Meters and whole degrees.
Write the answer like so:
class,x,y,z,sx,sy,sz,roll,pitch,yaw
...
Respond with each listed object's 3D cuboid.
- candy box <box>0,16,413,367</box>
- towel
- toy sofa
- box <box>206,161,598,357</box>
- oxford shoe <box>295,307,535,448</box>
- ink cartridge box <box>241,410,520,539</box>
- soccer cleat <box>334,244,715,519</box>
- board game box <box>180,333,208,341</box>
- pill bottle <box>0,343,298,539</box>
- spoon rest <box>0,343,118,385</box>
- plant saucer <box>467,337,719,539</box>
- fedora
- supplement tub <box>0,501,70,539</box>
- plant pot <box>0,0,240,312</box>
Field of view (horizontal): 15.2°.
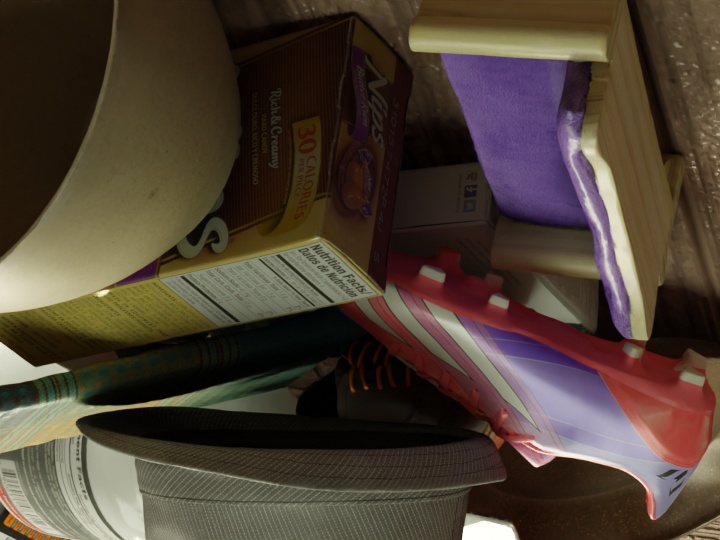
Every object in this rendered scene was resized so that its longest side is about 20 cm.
class,x,y,z,sx,sy,sz,roll,pitch,yaw
candy box,-0.077,-0.033,1.220,0.199,0.117,0.056,-12,145,31
towel,-0.106,0.054,1.298,0.199,0.022,0.147,-12,170,-24
toy sofa,0.080,-0.055,1.137,0.082,0.098,0.200,6,154,17
box,0.000,0.000,1.327,0.199,0.037,0.144,-5,155,26
oxford shoe,0.026,0.059,1.332,0.072,0.071,0.200,18,155,-17
ink cartridge box,0.032,0.162,1.380,0.173,0.044,0.200,7,139,29
soccer cleat,0.062,0.045,1.216,0.199,0.077,0.067,21,-167,6
board game box,-0.097,-0.018,1.397,0.104,0.024,0.200,20,154,-16
pill bottle,-0.117,0.098,1.493,0.116,0.116,0.200,31,163,-30
spoon rest,-0.186,0.042,1.440,0.099,0.061,0.200,35,172,-26
plant saucer,0.133,0.090,1.401,0.199,0.037,0.201,-13,147,-9
fedora,-0.031,0.116,1.235,0.199,0.091,0.177,2,-178,14
supplement tub,-0.200,0.143,1.667,0.200,0.123,0.122,34,149,-33
plant pot,-0.128,-0.070,1.136,0.200,0.201,0.134,-7,164,39
